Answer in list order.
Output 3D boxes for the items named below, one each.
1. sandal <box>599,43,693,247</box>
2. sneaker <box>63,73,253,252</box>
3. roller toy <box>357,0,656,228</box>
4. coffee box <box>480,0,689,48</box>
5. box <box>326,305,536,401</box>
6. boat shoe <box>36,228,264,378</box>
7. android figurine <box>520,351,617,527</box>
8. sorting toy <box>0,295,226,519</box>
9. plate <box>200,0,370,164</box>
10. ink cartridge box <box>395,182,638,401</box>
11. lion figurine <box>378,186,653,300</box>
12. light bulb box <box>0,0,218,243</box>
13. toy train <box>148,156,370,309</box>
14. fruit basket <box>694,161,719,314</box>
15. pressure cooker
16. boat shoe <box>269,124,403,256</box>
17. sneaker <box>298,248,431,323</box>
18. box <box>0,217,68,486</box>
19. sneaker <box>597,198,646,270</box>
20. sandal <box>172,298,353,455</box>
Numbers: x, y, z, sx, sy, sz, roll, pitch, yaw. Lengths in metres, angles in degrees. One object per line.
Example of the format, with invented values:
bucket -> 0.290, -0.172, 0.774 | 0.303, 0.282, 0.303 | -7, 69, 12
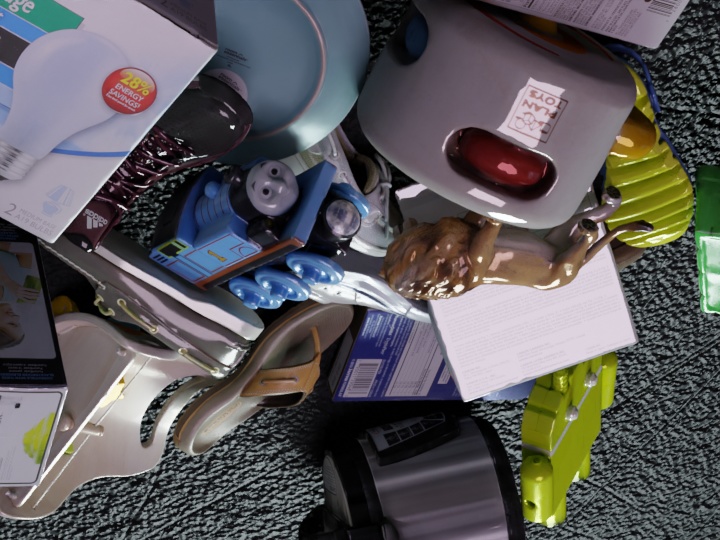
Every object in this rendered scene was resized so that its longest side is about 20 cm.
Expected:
sandal -> 0.221, -0.106, 1.545 | 0.079, 0.087, 0.200 | -11, 128, 13
sneaker -> -0.163, -0.065, 1.382 | 0.076, 0.116, 0.200 | 41, 144, -27
roller toy -> 0.104, -0.129, 1.398 | 0.182, 0.200, 0.140 | -6, 129, -57
coffee box -> 0.136, -0.244, 1.371 | 0.199, 0.115, 0.080 | 11, 130, -28
box -> 0.079, 0.069, 1.732 | 0.199, 0.032, 0.121 | 2, 134, -21
boat shoe -> -0.175, 0.018, 1.516 | 0.201, 0.072, 0.060 | 30, 103, -15
android figurine -> 0.191, 0.143, 1.773 | 0.041, 0.182, 0.200 | 18, 136, 21
sorting toy -> -0.208, 0.115, 1.631 | 0.180, 0.107, 0.200 | 17, 120, -47
plate -> -0.092, -0.159, 1.391 | 0.199, 0.026, 0.201 | 0, 123, 0
ink cartridge box -> 0.128, -0.007, 1.590 | 0.162, 0.050, 0.201 | -19, 108, 1
lion figurine -> 0.122, -0.014, 1.522 | 0.199, 0.073, 0.123 | 10, 134, -17
light bulb box -> -0.232, -0.160, 1.289 | 0.198, 0.125, 0.200 | 28, 120, -28
toy train -> -0.077, -0.032, 1.446 | 0.114, 0.087, 0.200 | 29, 158, -20
fruit basket -> 0.342, -0.064, 1.592 | 0.093, 0.200, 0.186 | 16, 144, 25
pressure cooker -> 0.041, 0.235, 1.782 | 0.199, 0.179, 0.176 | -11, 140, -9
boat shoe -> -0.015, -0.084, 1.510 | 0.065, 0.075, 0.202 | -28, 131, 15
sneaker -> 0.000, 0.000, 1.617 | 0.200, 0.073, 0.071 | 24, 149, -39
box -> -0.277, 0.054, 1.458 | 0.060, 0.200, 0.117 | 3, 132, -23
sneaker -> 0.161, -0.041, 1.617 | 0.199, 0.071, 0.076 | -1, 141, -18
sandal -> -0.077, 0.099, 1.664 | 0.200, 0.054, 0.080 | -42, 153, 2
